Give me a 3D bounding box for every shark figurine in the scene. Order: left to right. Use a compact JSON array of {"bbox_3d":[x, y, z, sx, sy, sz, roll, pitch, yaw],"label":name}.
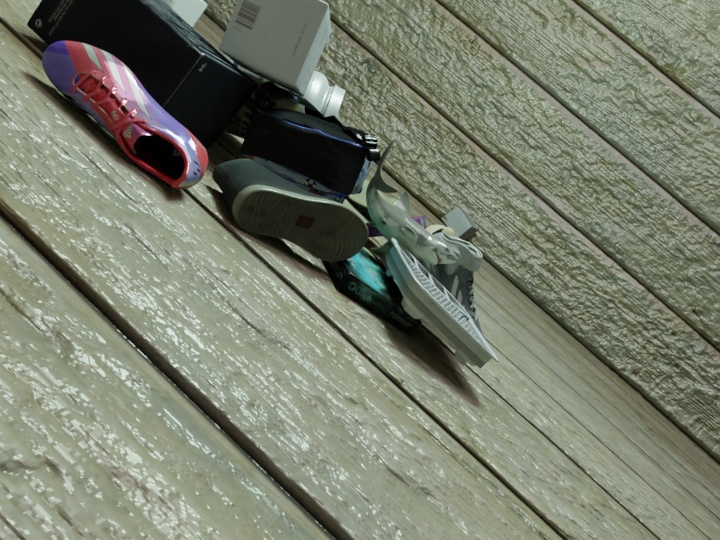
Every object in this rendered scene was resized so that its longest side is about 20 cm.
[{"bbox_3d":[0.052,-0.094,1.055,0.127,0.090,0.215,1,-36,38],"label":"shark figurine"}]

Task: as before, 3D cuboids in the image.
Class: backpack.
[{"bbox_3d":[-0.065,-0.161,1.047,0.198,0.155,0.191,27,19,6],"label":"backpack"}]

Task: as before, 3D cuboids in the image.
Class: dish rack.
[{"bbox_3d":[0.098,0.048,0.987,0.172,0.044,0.200,44,8,-19],"label":"dish rack"}]

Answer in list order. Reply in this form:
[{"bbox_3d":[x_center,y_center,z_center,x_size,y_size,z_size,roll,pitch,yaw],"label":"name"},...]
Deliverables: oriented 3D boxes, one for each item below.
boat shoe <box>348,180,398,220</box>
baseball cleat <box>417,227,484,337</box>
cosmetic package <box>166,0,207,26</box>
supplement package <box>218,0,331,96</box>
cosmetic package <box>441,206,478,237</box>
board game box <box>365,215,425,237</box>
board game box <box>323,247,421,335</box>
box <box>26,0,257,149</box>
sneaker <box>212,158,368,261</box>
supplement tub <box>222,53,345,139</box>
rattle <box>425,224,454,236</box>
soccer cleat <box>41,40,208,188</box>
[{"bbox_3d":[0.031,-0.141,1.604,0.201,0.073,0.064,36,-33,38],"label":"boat shoe"},{"bbox_3d":[0.158,0.029,1.127,0.201,0.106,0.070,55,19,-13],"label":"baseball cleat"},{"bbox_3d":[-0.495,-0.660,1.691,0.199,0.123,0.200,27,16,-51],"label":"cosmetic package"},{"bbox_3d":[-0.111,-0.320,1.011,0.109,0.115,0.200,24,7,-5],"label":"supplement package"},{"bbox_3d":[0.403,-0.185,2.937,0.107,0.090,0.200,54,11,9],"label":"cosmetic package"},{"bbox_3d":[0.047,-0.076,1.281,0.118,0.033,0.200,-1,5,10],"label":"board game box"},{"bbox_3d":[0.000,0.000,1.013,0.135,0.028,0.200,34,13,-30],"label":"board game box"},{"bbox_3d":[-0.263,-0.266,0.915,0.198,0.124,0.200,41,10,6],"label":"box"},{"bbox_3d":[-0.081,-0.081,0.895,0.199,0.075,0.106,20,21,-41],"label":"sneaker"},{"bbox_3d":[-0.136,-0.271,1.187,0.198,0.146,0.145,20,13,-5],"label":"supplement tub"},{"bbox_3d":[0.076,-0.015,1.258,0.142,0.132,0.199,26,36,25],"label":"rattle"},{"bbox_3d":[-0.240,-0.158,0.739,0.200,0.067,0.077,41,15,-11],"label":"soccer cleat"}]
